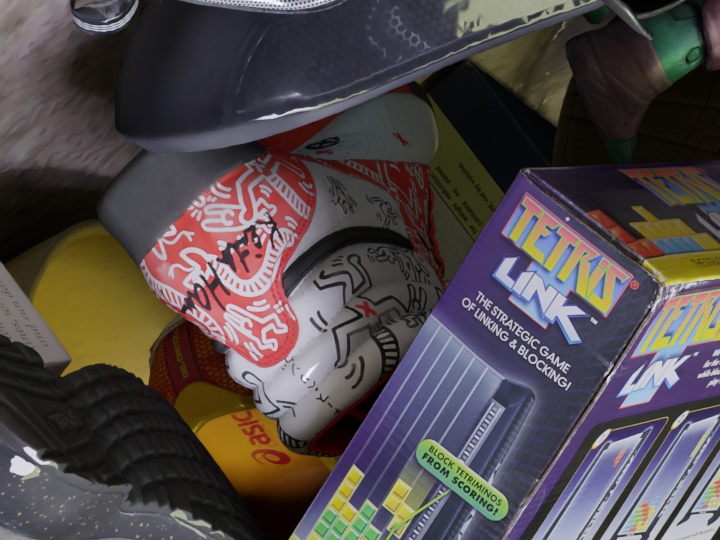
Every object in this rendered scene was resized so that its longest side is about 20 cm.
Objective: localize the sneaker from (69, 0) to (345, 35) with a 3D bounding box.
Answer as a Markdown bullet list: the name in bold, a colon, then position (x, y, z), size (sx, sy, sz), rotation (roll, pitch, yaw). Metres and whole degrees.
- **sneaker**: position (-0.010, -0.131, 0.720), size (0.200, 0.114, 0.076), rotation (-32, 159, -13)

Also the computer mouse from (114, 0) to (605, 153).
- **computer mouse**: position (0.017, -0.092, 0.829), size (0.200, 0.053, 0.138), rotation (-23, -161, -15)

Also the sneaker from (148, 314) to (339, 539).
- **sneaker**: position (-0.003, 0.097, 0.952), size (0.073, 0.077, 0.200), rotation (-36, 119, 17)

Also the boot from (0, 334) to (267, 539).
- **boot**: position (-0.107, 0.086, 0.796), size (0.132, 0.070, 0.200), rotation (-41, 152, 8)

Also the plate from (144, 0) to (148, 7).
- **plate**: position (0.009, -0.115, 0.910), size (0.200, 0.026, 0.200), rotation (-31, 159, -14)

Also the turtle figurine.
- **turtle figurine**: position (0.159, -0.107, 0.911), size (0.200, 0.150, 0.101), rotation (-18, 120, 14)

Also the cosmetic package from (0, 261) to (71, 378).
- **cosmetic package**: position (-0.182, 0.054, 0.840), size (0.081, 0.113, 0.200), rotation (-10, 148, -53)

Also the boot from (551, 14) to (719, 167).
- **boot**: position (0.121, -0.039, 1.030), size (0.155, 0.072, 0.200), rotation (79, 27, -51)

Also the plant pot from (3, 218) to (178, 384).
- **plant pot**: position (-0.114, 0.100, 0.974), size (0.142, 0.201, 0.200), rotation (-20, 166, 22)

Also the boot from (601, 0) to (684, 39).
- **boot**: position (0.096, -0.157, 0.771), size (0.200, 0.138, 0.077), rotation (-47, 143, 1)

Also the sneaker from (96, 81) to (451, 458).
- **sneaker**: position (-0.001, 0.001, 0.919), size (0.067, 0.108, 0.201), rotation (-42, 172, 19)

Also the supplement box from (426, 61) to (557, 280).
- **supplement box**: position (0.040, 0.071, 1.103), size (0.200, 0.200, 0.134), rotation (-40, 158, 10)

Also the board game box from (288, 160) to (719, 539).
- **board game box**: position (0.067, 0.049, 0.865), size (0.166, 0.057, 0.200), rotation (-59, 157, 18)
